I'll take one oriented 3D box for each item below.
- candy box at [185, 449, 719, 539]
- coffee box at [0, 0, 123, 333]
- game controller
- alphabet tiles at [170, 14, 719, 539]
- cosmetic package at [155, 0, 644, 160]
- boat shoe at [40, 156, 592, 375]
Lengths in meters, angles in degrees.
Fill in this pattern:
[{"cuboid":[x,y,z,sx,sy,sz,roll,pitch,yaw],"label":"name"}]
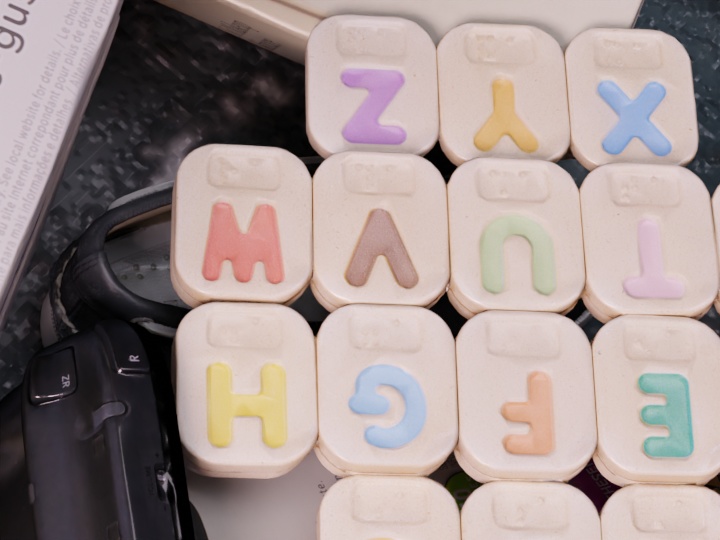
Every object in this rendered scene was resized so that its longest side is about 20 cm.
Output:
[{"cuboid":[0.047,0.104,0.742,0.199,0.061,0.137,-8,48,-24],"label":"candy box"},{"cuboid":[-0.181,-0.036,0.673,0.197,0.200,0.201,22,58,-6],"label":"coffee box"},{"cuboid":[-0.073,0.117,0.687,0.042,0.104,0.201,4,62,-27],"label":"game controller"},{"cuboid":[0.045,0.013,0.726,0.198,0.015,0.197,3,65,-8],"label":"alphabet tiles"},{"cuboid":[-0.014,-0.106,0.818,0.199,0.104,0.074,22,89,-5],"label":"cosmetic package"},{"cuboid":[0.000,0.000,0.800,0.199,0.060,0.076,-13,68,-25],"label":"boat shoe"}]
